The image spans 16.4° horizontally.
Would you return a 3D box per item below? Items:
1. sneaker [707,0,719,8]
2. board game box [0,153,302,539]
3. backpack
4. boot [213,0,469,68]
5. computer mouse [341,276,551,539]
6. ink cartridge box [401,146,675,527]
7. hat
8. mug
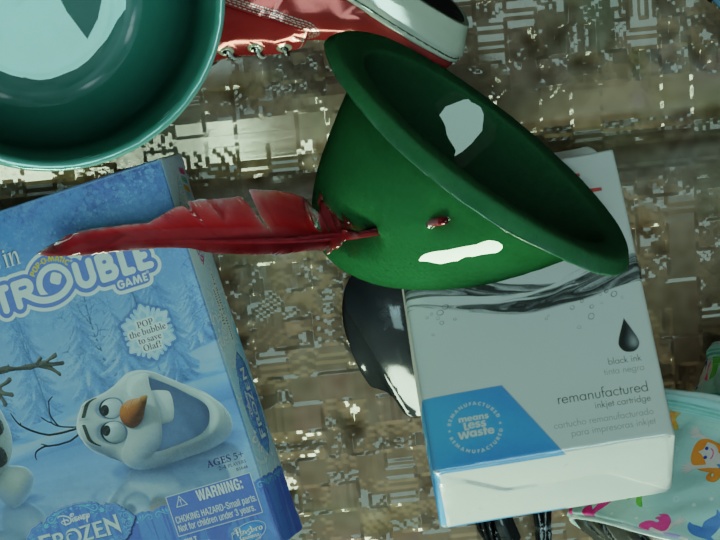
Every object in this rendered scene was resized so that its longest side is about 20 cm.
[{"bbox_3d":[0.156,-0.177,1.239,0.090,0.078,0.200,-30,99,15],"label":"sneaker"},{"bbox_3d":[-0.154,0.065,1.249,0.200,0.043,0.199,-18,91,14],"label":"board game box"},{"bbox_3d":[0.213,0.115,1.277,0.200,0.178,0.151,15,84,-8],"label":"backpack"},{"bbox_3d":[-0.058,-0.112,1.236,0.200,0.072,0.144,25,104,-4],"label":"boot"},{"bbox_3d":[0.050,0.080,1.324,0.059,0.034,0.200,-30,108,4],"label":"computer mouse"},{"bbox_3d":[0.079,0.014,1.220,0.116,0.200,0.068,-9,150,1],"label":"ink cartridge box"},{"bbox_3d":[0.000,0.000,1.172,0.166,0.200,0.176,15,117,-51],"label":"hat"},{"bbox_3d":[-0.160,-0.119,1.136,0.185,0.114,0.152,-18,100,-10],"label":"mug"}]
